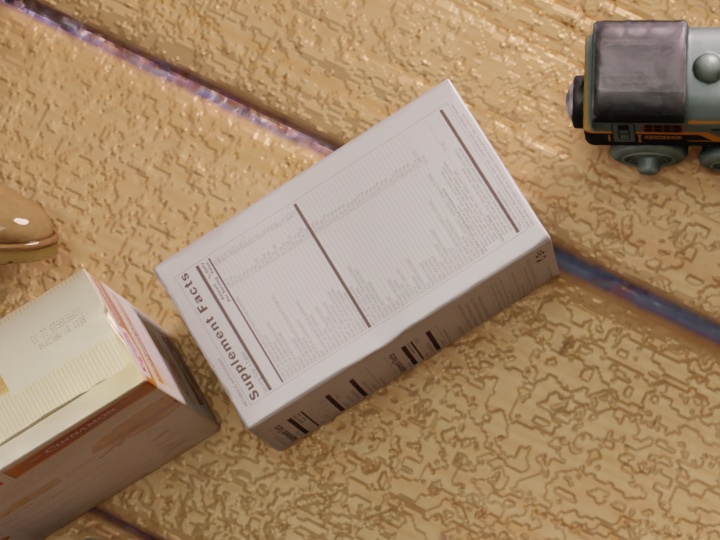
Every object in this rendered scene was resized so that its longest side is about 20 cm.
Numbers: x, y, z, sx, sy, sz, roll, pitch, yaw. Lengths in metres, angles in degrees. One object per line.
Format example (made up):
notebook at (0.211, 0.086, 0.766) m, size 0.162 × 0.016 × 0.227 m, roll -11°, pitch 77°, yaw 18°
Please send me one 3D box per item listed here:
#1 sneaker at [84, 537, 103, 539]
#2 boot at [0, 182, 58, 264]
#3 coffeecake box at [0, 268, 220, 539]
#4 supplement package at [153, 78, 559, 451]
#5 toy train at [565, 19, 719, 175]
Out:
sneaker at (-0.209, 0.244, 1.404) m, size 0.110 × 0.077 × 0.202 m, roll 13°, pitch 88°, yaw 1°
boot at (-0.250, -0.115, 1.443) m, size 0.174 × 0.066 × 0.202 m, roll 13°, pitch 108°, yaw 11°
coffeecake box at (-0.177, 0.085, 1.367) m, size 0.153 × 0.200 × 0.073 m, roll -31°, pitch 77°, yaw 1°
supplement package at (0.000, 0.000, 1.403) m, size 0.199 × 0.110 × 0.114 m, roll -32°, pitch 77°, yaw 1°
toy train at (0.214, -0.100, 1.388) m, size 0.198 × 0.114 × 0.086 m, roll 2°, pitch 80°, yaw 9°
